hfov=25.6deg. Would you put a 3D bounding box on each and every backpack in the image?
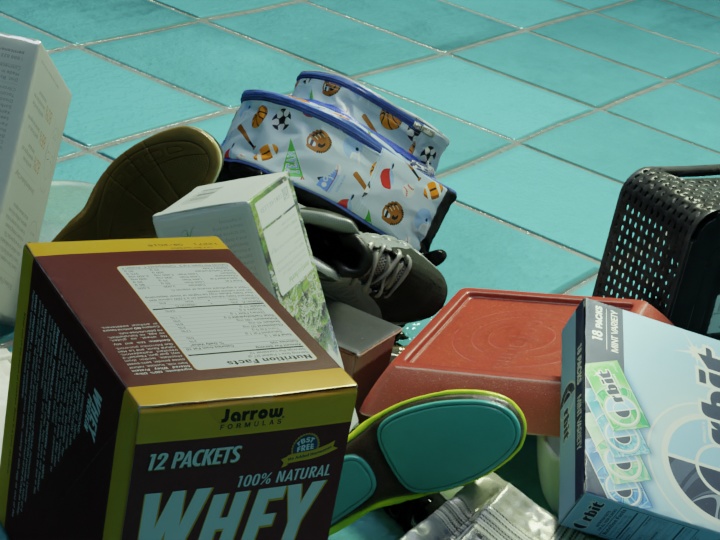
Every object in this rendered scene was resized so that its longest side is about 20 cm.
[{"bbox_3d":[-0.028,-0.091,1.390,0.190,0.155,0.200,22,-10,-32],"label":"backpack"}]

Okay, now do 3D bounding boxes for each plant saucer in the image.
[{"bbox_3d":[0.125,0.062,1.210,0.199,0.037,0.200,5,23,24],"label":"plant saucer"},{"bbox_3d":[-0.256,-0.043,1.430,0.200,0.039,0.201,11,23,-5],"label":"plant saucer"}]

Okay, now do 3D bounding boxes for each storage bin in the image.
[{"bbox_3d":[0.278,0.021,1.335,0.135,0.201,0.094,-4,28,-32],"label":"storage bin"}]

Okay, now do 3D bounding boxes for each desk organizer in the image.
[{"bbox_3d":[-0.076,0.053,1.251,0.199,0.077,0.072,22,25,23],"label":"desk organizer"}]

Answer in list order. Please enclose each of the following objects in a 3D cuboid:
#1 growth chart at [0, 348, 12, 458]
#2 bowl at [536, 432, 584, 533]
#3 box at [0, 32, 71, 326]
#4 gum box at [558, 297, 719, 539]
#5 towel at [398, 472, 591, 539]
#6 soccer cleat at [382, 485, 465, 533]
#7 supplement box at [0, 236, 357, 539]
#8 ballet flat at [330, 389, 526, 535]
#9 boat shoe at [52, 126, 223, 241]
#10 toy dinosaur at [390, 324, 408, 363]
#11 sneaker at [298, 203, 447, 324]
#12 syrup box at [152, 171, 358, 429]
[{"bbox_3d":[-0.261,0.107,1.119,0.144,0.018,0.200,-2,27,-29],"label":"growth chart"},{"bbox_3d":[0.224,0.147,1.189,0.199,0.075,0.200,13,23,3],"label":"bowl"},{"bbox_3d":[-0.304,-0.071,1.213,0.106,0.201,0.152,12,-9,0],"label":"box"},{"bbox_3d":[0.234,0.121,1.074,0.199,0.045,0.170,18,46,-10],"label":"gum box"},{"bbox_3d":[0.103,0.215,0.959,0.200,0.035,0.192,31,42,22],"label":"towel"},{"bbox_3d":[0.060,0.169,1.075,0.200,0.068,0.081,29,32,29],"label":"soccer cleat"},{"bbox_3d":[-0.119,0.112,0.950,0.132,0.198,0.200,-3,27,-30],"label":"supplement box"},{"bbox_3d":[0.018,0.125,1.058,0.199,0.067,0.067,-25,6,13],"label":"ballet flat"},{"bbox_3d":[-0.183,-0.047,1.282,0.073,0.200,0.065,52,21,2],"label":"boat shoe"},{"bbox_3d":[0.057,0.070,1.320,0.199,0.048,0.088,7,30,-2],"label":"toy dinosaur"},{"bbox_3d":[0.000,0.000,1.256,0.199,0.075,0.115,21,-2,-25],"label":"sneaker"},{"bbox_3d":[-0.072,0.039,1.123,0.081,0.201,0.079,-8,16,23],"label":"syrup box"}]
